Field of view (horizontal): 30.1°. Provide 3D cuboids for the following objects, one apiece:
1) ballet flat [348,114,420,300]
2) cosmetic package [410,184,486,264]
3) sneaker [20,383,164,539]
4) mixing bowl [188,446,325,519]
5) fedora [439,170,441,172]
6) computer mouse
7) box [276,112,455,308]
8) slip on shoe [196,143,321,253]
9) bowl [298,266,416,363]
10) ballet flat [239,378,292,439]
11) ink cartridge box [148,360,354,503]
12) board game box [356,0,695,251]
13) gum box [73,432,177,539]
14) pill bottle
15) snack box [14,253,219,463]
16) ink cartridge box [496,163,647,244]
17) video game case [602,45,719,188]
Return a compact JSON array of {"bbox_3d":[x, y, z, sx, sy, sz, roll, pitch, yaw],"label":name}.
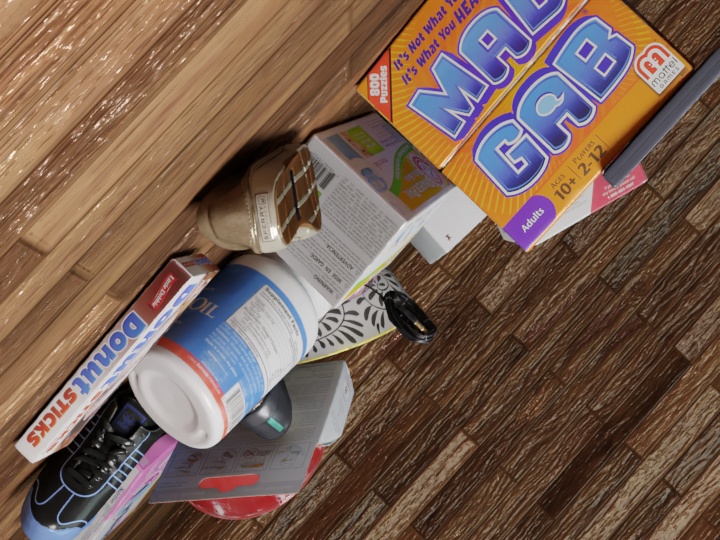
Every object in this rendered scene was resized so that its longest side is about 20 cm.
[{"bbox_3d":[0.014,-0.067,1.344,0.071,0.068,0.202,-15,126,-70],"label":"ballet flat"},{"bbox_3d":[0.142,-0.096,1.477,0.200,0.052,0.151,-43,-178,-6],"label":"cosmetic package"},{"bbox_3d":[-0.238,0.165,1.239,0.200,0.070,0.078,-52,176,-45],"label":"sneaker"},{"bbox_3d":[-0.145,0.163,1.501,0.200,0.199,0.109,-46,145,-13],"label":"mixing bowl"},{"bbox_3d":[0.100,-0.157,1.460,0.201,0.092,0.201,-47,175,-5],"label":"fedora"},{"bbox_3d":[0.000,0.000,1.276,0.058,0.199,0.034,-18,140,-51],"label":"computer mouse"},{"bbox_3d":[-0.003,-0.060,1.206,0.102,0.112,0.200,-49,177,20],"label":"box"},{"bbox_3d":[-0.071,-0.050,1.012,0.060,0.077,0.200,-8,-168,9],"label":"slip on shoe"},{"bbox_3d":[-0.046,0.024,1.449,0.198,0.095,0.201,-17,-170,3],"label":"bowl"},{"bbox_3d":[-0.105,0.102,1.331,0.073,0.073,0.200,-48,-152,11],"label":"ballet flat"},{"bbox_3d":[-0.103,0.171,1.326,0.160,0.058,0.201,-7,-145,18],"label":"ink cartridge box"},{"bbox_3d":[0.151,-0.169,1.169,0.200,0.200,0.200,-48,176,16],"label":"board game box"},{"bbox_3d":[-0.255,0.210,1.422,0.200,0.066,0.113,-51,173,37],"label":"gum box"},{"bbox_3d":[-0.108,0.057,1.217,0.200,0.112,0.112,-44,175,-36],"label":"pill bottle"},{"bbox_3d":[-0.192,0.068,1.061,0.200,0.024,0.072,-48,174,11],"label":"snack box"},{"bbox_3d":[0.179,-0.149,1.355,0.144,0.202,0.083,-28,-168,-12],"label":"ink cartridge box"},{"bbox_3d":[0.260,-0.131,1.138,0.143,0.019,0.200,-49,176,11],"label":"video game case"}]
